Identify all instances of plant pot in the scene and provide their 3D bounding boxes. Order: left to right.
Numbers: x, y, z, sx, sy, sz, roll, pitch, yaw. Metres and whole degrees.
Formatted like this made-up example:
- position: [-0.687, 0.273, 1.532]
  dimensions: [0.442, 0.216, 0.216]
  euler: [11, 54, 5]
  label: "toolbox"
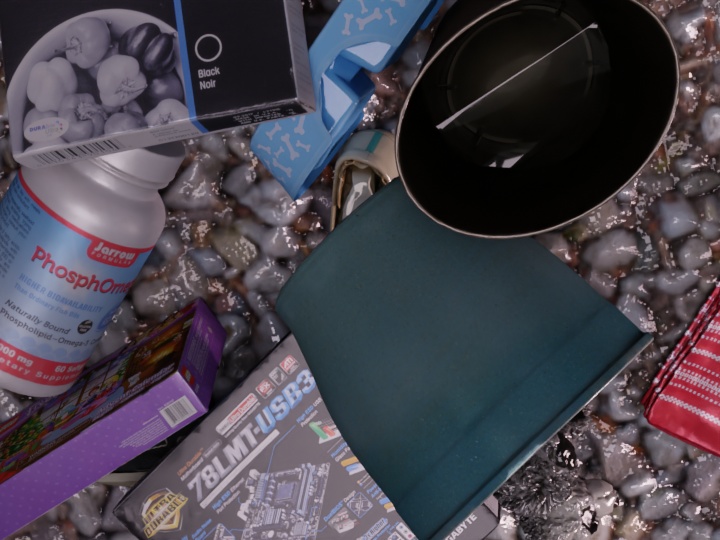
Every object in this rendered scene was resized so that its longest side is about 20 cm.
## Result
- position: [0.051, 0.046, 1.123]
  dimensions: [0.188, 0.200, 0.200]
  euler: [46, 106, 8]
  label: "plant pot"

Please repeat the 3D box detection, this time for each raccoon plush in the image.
- position: [0.092, 0.146, 1.292]
  dimensions: [0.199, 0.097, 0.135]
  euler: [12, 121, 17]
  label: "raccoon plush"

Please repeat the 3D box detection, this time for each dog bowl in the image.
- position: [-0.006, -0.140, 1.170]
  dimensions: [0.049, 0.111, 0.200]
  euler: [36, 108, 1]
  label: "dog bowl"

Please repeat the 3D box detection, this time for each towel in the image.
- position: [0.313, 0.057, 1.271]
  dimensions: [0.144, 0.023, 0.201]
  euler: [28, 108, -8]
  label: "towel"

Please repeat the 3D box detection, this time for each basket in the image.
- position: [0.105, -0.120, 1.118]
  dimensions: [0.180, 0.200, 0.136]
  euler: [-33, 104, 10]
  label: "basket"

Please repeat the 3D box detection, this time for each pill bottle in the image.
- position: [-0.205, -0.020, 1.219]
  dimensions: [0.108, 0.109, 0.200]
  euler: [30, 108, -8]
  label: "pill bottle"

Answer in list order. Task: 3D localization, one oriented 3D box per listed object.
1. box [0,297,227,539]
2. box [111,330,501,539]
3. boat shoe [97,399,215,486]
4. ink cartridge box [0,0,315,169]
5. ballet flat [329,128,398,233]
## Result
- position: [-0.191, 0.108, 1.249]
  dimensions: [0.199, 0.137, 0.039]
  euler: [-32, 106, 12]
  label: "box"
- position: [-0.037, 0.169, 1.228]
  dimensions: [0.199, 0.050, 0.200]
  euler: [45, 99, -1]
  label: "box"
- position: [-0.105, 0.121, 1.290]
  dimensions: [0.198, 0.074, 0.067]
  euler: [-9, 81, 15]
  label: "boat shoe"
- position: [-0.140, -0.182, 1.138]
  dimensions: [0.197, 0.043, 0.201]
  euler: [-11, 78, 11]
  label: "ink cartridge box"
- position: [0.000, 0.000, 1.241]
  dimensions: [0.069, 0.070, 0.201]
  euler: [2, 110, 2]
  label: "ballet flat"
